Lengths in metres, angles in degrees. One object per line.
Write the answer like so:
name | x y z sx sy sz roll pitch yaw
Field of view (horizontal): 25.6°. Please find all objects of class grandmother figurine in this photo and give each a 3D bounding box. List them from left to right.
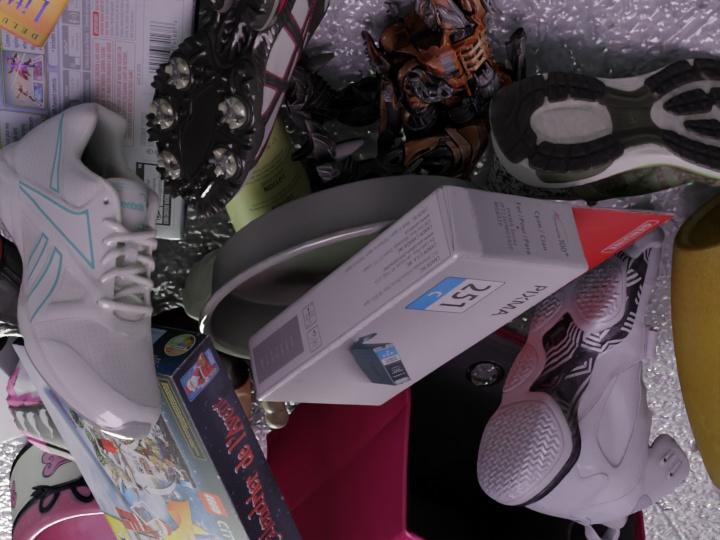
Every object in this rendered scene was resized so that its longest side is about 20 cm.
grandmother figurine | -0.100 0.065 1.081 0.120 0.061 0.201 16 133 4

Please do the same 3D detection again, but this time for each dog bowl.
dog bowl | -0.175 0.202 1.211 0.198 0.074 0.201 2 136 2

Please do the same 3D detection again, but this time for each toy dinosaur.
toy dinosaur | 0.030 -0.084 0.903 0.134 0.102 0.202 -9 115 -10

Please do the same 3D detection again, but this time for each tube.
tube | -0.046 -0.024 0.991 0.057 0.052 0.201 -6 135 15

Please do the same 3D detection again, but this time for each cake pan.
cake pan | 0.000 0.000 0.928 0.198 0.037 0.201 -12 159 -5

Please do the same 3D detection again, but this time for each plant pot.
plant pot | 0.262 0.020 0.940 0.199 0.200 0.143 -26 105 26

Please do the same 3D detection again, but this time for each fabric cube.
fabric cube | 0.057 0.173 1.081 0.195 0.201 0.199 24 134 -21

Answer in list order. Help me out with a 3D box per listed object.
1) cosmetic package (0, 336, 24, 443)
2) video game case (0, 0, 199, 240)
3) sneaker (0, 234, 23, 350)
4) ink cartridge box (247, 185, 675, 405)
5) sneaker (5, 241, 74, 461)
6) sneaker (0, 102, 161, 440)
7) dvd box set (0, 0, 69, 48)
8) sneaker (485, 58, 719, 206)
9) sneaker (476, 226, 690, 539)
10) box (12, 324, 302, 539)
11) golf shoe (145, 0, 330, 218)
cosmetic package | -0.319 0.050 1.081 0.149 0.052 0.201 -17 132 21
video game case | -0.185 -0.111 0.914 0.179 0.046 0.201 6 135 -4
sneaker | -0.261 0.018 0.940 0.199 0.071 0.098 -9 145 39
ink cartridge box | 0.059 0.021 0.905 0.175 0.045 0.200 4 153 -35
sneaker | -0.180 0.044 1.040 0.080 0.087 0.201 20 135 17
sneaker | -0.144 -0.005 0.856 0.080 0.202 0.070 -34 152 23
dvd box set | -0.171 -0.225 0.771 0.145 0.030 0.201 27 114 -22
sneaker | 0.159 -0.071 0.921 0.198 0.078 0.089 0 158 -14
sneaker | 0.158 0.071 0.998 0.114 0.201 0.075 32 169 -28
box | -0.115 0.119 0.960 0.136 0.038 0.201 7 131 37
golf shoe | -0.055 -0.117 0.852 0.077 0.088 0.201 38 129 24
